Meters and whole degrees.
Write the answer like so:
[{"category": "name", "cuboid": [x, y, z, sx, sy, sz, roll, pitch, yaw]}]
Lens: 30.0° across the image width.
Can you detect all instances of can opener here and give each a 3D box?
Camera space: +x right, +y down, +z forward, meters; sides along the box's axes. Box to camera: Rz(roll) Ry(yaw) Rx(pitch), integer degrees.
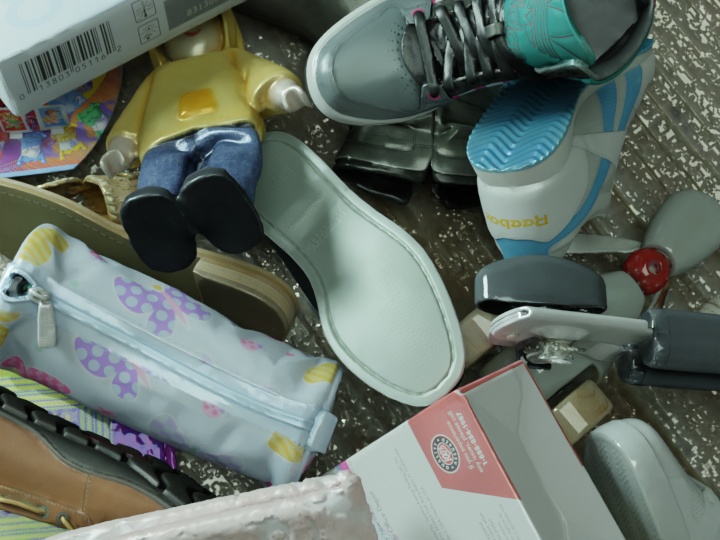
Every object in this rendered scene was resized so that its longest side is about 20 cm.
[{"category": "can opener", "cuboid": [0.159, 0.030, 0.721, 0.198, 0.053, 0.067, 10, 67, -14]}]

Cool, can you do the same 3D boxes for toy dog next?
[{"category": "toy dog", "cuboid": [0.133, 0.035, 0.794, 0.198, 0.096, 0.133, -15, 76, -22]}]

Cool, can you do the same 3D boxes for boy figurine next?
[{"category": "boy figurine", "cuboid": [-0.087, -0.091, 0.763, 0.123, 0.065, 0.201, -14, 45, 11]}]

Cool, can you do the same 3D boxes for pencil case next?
[{"category": "pencil case", "cuboid": [-0.108, 0.049, 0.741, 0.198, 0.091, 0.084, 26, 65, -4]}]

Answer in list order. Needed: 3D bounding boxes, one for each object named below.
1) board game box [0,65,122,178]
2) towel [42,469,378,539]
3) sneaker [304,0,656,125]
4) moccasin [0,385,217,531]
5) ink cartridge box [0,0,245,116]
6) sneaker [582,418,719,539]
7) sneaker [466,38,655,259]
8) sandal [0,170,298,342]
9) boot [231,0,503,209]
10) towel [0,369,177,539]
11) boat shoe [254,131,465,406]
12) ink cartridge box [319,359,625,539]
[{"category": "board game box", "cuboid": [-0.243, -0.129, 0.799, 0.197, 0.039, 0.160, -7, 65, -5]}, {"category": "towel", "cuboid": [-0.069, 0.211, 0.695, 0.189, 0.032, 0.202, -12, 112, 3]}, {"category": "sneaker", "cuboid": [0.074, -0.127, 0.714, 0.198, 0.121, 0.085, -20, 96, -13]}, {"category": "moccasin", "cuboid": [-0.144, 0.134, 0.729, 0.200, 0.074, 0.078, 25, 91, -1]}, {"category": "ink cartridge box", "cuboid": [-0.179, -0.196, 0.787, 0.159, 0.047, 0.200, -31, 59, -18]}, {"category": "sneaker", "cuboid": [0.203, 0.142, 0.748, 0.115, 0.074, 0.201, -32, 114, -14]}, {"category": "sneaker", "cuboid": [0.122, -0.078, 0.795, 0.076, 0.081, 0.200, 5, 36, 32]}, {"category": "sandal", "cuboid": [-0.128, -0.024, 0.795, 0.210, 0.078, 0.070, 21, 52, 6]}, {"category": "boot", "cuboid": [0.001, -0.115, 0.810, 0.198, 0.068, 0.132, 14, 71, -3]}, {"category": "towel", "cuboid": [-0.174, 0.134, 0.774, 0.142, 0.023, 0.202, -4, 77, -4]}, {"category": "boat shoe", "cuboid": [0.000, 0.000, 0.763, 0.075, 0.060, 0.201, -37, 61, 6]}, {"category": "ink cartridge box", "cuboid": [0.032, 0.148, 0.729, 0.067, 0.200, 0.117, -17, 75, -50]}]
